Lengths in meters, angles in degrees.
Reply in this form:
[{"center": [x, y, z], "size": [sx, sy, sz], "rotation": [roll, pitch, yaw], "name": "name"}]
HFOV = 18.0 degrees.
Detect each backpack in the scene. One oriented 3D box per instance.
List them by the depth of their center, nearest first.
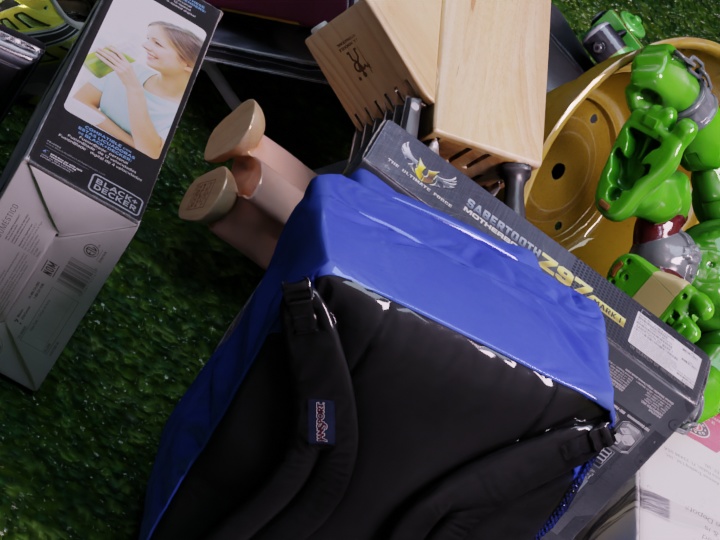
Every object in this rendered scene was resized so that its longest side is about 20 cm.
[{"center": [0.003, 0.075, 0.990], "size": [0.162, 0.201, 0.168], "rotation": [27, 24, -9], "name": "backpack"}]

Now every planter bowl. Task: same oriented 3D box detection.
[{"center": [0.133, -0.044, 1.268], "size": [0.199, 0.202, 0.083], "rotation": [5, 17, -42], "name": "planter bowl"}]

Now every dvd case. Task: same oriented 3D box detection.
[{"center": [-0.005, -0.131, 1.305], "size": [0.198, 0.016, 0.149], "rotation": [12, 20, -1], "name": "dvd case"}]

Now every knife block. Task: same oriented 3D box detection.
[{"center": [0.062, -0.078, 1.186], "size": [0.200, 0.064, 0.176], "rotation": [-36, 96, -37], "name": "knife block"}]

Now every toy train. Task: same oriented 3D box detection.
[{"center": [0.208, -0.086, 1.455], "size": [0.200, 0.042, 0.056], "rotation": [52, 28, 8], "name": "toy train"}]

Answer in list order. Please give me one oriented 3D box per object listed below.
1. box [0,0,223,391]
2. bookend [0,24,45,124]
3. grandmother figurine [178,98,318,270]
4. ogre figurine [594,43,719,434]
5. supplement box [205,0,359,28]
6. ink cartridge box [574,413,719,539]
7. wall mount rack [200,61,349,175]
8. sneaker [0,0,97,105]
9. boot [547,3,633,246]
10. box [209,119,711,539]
[{"center": [-0.134, -0.051, 1.088], "size": [0.060, 0.117, 0.201], "rotation": [29, 35, -10], "name": "box"}, {"center": [-0.246, -0.045, 0.986], "size": [0.198, 0.092, 0.201], "rotation": [22, 36, -25], "name": "bookend"}, {"center": [0.000, 0.000, 1.190], "size": [0.199, 0.060, 0.122], "rotation": [32, 76, -25], "name": "grandmother figurine"}, {"center": [0.174, -0.007, 1.187], "size": [0.120, 0.098, 0.201], "rotation": [22, 48, -50], "name": "ogre figurine"}, {"center": [0.008, -0.199, 1.303], "size": [0.130, 0.104, 0.199], "rotation": [16, 17, 36], "name": "supplement box"}, {"center": [0.176, 0.164, 1.160], "size": [0.146, 0.083, 0.201], "rotation": [31, 32, -12], "name": "ink cartridge box"}, {"center": [-0.001, -0.089, 1.315], "size": [0.173, 0.075, 0.200], "rotation": [19, 21, 29], "name": "wall mount rack"}, {"center": [-0.201, -0.136, 1.161], "size": [0.199, 0.077, 0.076], "rotation": [-1, 51, -44], "name": "sneaker"}, {"center": [0.127, -0.089, 1.435], "size": [0.164, 0.066, 0.201], "rotation": [6, 49, -59], "name": "boot"}, {"center": [0.045, 0.046, 1.104], "size": [0.199, 0.158, 0.051], "rotation": [36, 32, -3], "name": "box"}]
